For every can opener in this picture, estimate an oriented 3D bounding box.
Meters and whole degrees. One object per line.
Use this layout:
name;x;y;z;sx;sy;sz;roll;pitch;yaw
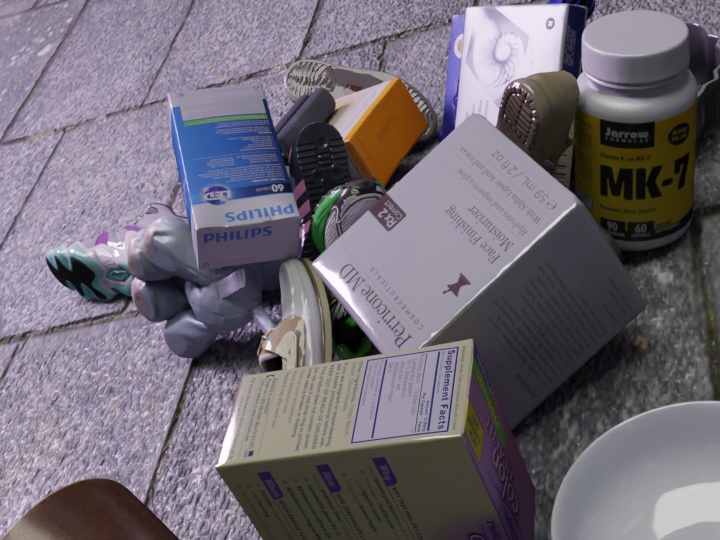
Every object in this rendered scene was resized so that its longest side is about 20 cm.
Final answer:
can opener;-0.100;-0.145;1.324;0.053;0.067;0.201;-16;31;45

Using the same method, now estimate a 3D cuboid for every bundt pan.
bundt pan;0.296;-0.181;1.290;0.200;0.076;0.203;-17;36;13

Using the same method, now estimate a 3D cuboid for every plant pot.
plant pot;-0.168;0.289;0.926;0.199;0.188;0.187;24;57;30

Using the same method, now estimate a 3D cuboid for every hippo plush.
hippo plush;-0.139;-0.016;1.279;0.199;0.160;0.161;-14;23;45

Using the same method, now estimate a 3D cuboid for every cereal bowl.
cereal bowl;0.240;0.191;0.853;0.198;0.084;0.201;-16;37;13

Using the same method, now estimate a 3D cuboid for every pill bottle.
pill bottle;0.256;-0.130;1.130;0.113;0.202;0.115;-6;35;4

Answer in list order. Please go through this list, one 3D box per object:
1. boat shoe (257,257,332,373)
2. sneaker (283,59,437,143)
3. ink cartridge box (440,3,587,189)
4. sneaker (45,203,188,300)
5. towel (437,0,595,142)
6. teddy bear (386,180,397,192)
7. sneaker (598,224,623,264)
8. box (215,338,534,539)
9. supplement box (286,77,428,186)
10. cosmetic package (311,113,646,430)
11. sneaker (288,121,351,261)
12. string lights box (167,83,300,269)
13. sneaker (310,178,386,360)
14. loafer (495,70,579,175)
boat shoe;-0.062;0.076;1.133;0.068;0.075;0.202;-4;57;-12
sneaker;0.008;-0.200;1.500;0.198;0.106;0.075;23;82;14
ink cartridge box;0.145;-0.180;1.286;0.040;0.202;0.199;1;6;-40
sneaker;-0.272;-0.034;1.466;0.198;0.078;0.141;5;44;23
towel;0.171;-0.232;1.376;0.200;0.049;0.148;-36;18;49
teddy bear;0.050;-0.036;1.231;0.200;0.066;0.147;150;132;-68
sneaker;0.159;-0.015;1.186;0.104;0.060;0.199;-35;31;-15
box;0.017;0.161;0.947;0.198;0.177;0.097;-10;39;21
supplement box;-0.035;-0.137;1.400;0.199;0.074;0.126;-11;34;44
cosmetic package;0.101;0.012;1.044;0.200;0.165;0.165;-42;44;1
sneaker;-0.040;-0.051;1.281;0.069;0.203;0.082;-1;-2;-13
string lights box;-0.129;-0.099;1.210;0.101;0.059;0.201;-7;49;-12
sneaker;0.000;0.000;1.161;0.077;0.202;0.085;-12;41;-19
loafer;0.162;-0.119;1.139;0.068;0.200;0.076;-24;73;-15
